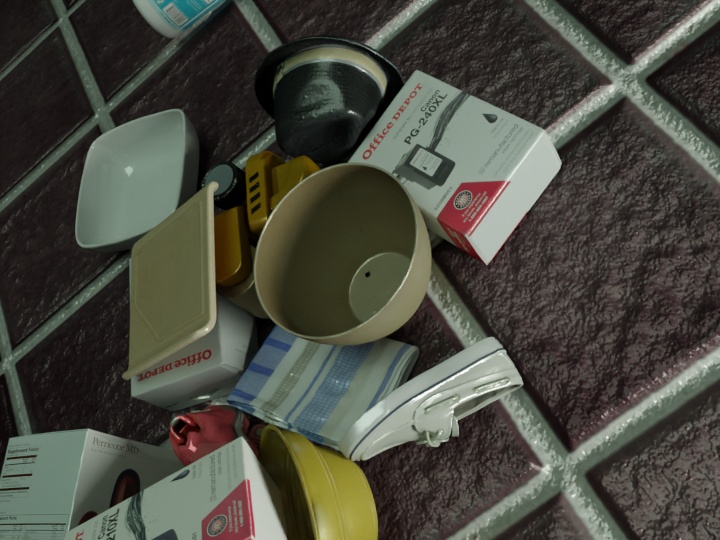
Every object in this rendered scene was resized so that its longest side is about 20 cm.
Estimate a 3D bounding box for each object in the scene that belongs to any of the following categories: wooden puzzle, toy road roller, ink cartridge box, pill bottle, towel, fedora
[{"bbox_3d":[-0.221,0.015,0.928,0.185,0.037,0.201,-29,53,40],"label":"wooden puzzle"},{"bbox_3d":[-0.104,-0.056,0.964,0.145,0.123,0.201,-19,61,21],"label":"toy road roller"},{"bbox_3d":[-0.169,0.263,0.698,0.199,0.085,0.145,-29,25,1],"label":"ink cartridge box"},{"bbox_3d":[-0.263,-0.472,1.248,0.199,0.111,0.111,-32,57,13],"label":"pill bottle"},{"bbox_3d":[-0.045,0.121,0.889,0.199,0.024,0.147,14,57,33],"label":"towel"},{"bbox_3d":[-0.215,0.061,1.000,0.144,0.085,0.201,-21,61,20],"label":"ink cartridge box"},{"bbox_3d":[0.103,-0.123,0.901,0.200,0.083,0.146,35,88,35],"label":"ink cartridge box"},{"bbox_3d":[-0.043,-0.191,0.948,0.200,0.201,0.092,-5,63,27],"label":"fedora"}]

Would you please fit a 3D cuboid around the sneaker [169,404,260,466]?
[{"bbox_3d":[-0.169,0.177,0.858,0.074,0.087,0.200,-56,17,-7],"label":"sneaker"}]

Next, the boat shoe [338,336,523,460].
[{"bbox_3d":[0.074,0.144,0.787,0.199,0.072,0.066,-28,64,-18],"label":"boat shoe"}]

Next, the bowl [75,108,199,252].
[{"bbox_3d":[-0.318,-0.121,1.145,0.199,0.075,0.201,-12,63,24],"label":"bowl"}]

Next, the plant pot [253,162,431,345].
[{"bbox_3d":[0.000,0.000,0.874,0.199,0.134,0.201,-12,63,25],"label":"plant pot"}]

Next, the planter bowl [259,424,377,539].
[{"bbox_3d":[-0.036,0.248,0.791,0.083,0.201,0.201,-9,54,-22],"label":"planter bowl"}]

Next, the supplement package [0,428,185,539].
[{"bbox_3d":[-0.288,0.297,0.862,0.146,0.191,0.201,-13,63,33],"label":"supplement package"}]

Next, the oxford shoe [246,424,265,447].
[{"bbox_3d":[-0.148,0.272,0.879,0.074,0.070,0.201,-7,60,38],"label":"oxford shoe"}]
